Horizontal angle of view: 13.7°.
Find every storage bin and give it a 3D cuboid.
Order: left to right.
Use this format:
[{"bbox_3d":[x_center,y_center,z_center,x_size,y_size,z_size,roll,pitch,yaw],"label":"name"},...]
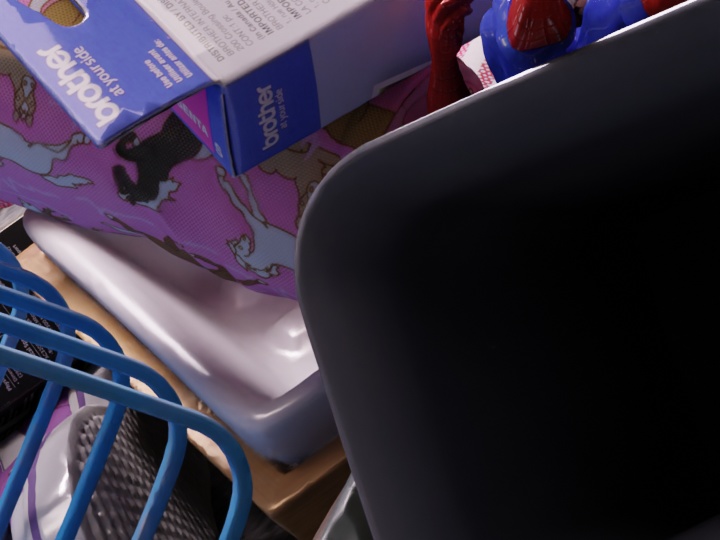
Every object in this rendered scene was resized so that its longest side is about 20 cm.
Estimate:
[{"bbox_3d":[0.113,0.013,0.681,0.200,0.146,0.134,-22,-8,32],"label":"storage bin"}]

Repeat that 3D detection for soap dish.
[{"bbox_3d":[0.000,0.000,0.907,0.157,0.081,0.200,-36,33,-11],"label":"soap dish"}]

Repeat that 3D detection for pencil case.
[{"bbox_3d":[-0.069,-0.044,0.811,0.200,0.087,0.083,17,32,17],"label":"pencil case"}]

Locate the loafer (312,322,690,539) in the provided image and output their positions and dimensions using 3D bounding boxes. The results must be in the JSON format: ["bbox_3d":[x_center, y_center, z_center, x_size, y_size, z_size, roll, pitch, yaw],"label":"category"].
[{"bbox_3d":[0.009,0.085,0.749,0.200,0.072,0.063,-48,5,-34],"label":"loafer"}]

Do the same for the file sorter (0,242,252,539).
[{"bbox_3d":[-0.132,0.054,0.772,0.200,0.139,0.123,33,102,62],"label":"file sorter"}]

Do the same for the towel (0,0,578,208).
[{"bbox_3d":[-0.021,-0.079,0.929,0.200,0.030,0.147,-4,41,33],"label":"towel"}]

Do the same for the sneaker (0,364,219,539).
[{"bbox_3d":[-0.104,0.095,0.932,0.114,0.073,0.200,-35,6,4],"label":"sneaker"}]

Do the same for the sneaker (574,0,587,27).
[{"bbox_3d":[0.100,-0.073,0.942,0.116,0.076,0.200,-44,1,-14],"label":"sneaker"}]

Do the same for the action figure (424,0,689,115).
[{"bbox_3d":[0.049,-0.052,0.713,0.065,0.052,0.200,-15,-18,-7],"label":"action figure"}]

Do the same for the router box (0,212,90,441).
[{"bbox_3d":[-0.111,0.017,1.074,0.157,0.052,0.200,-37,-2,-14],"label":"router box"}]

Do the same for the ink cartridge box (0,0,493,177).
[{"bbox_3d":[-0.011,-0.100,0.766,0.200,0.042,0.119,-30,54,-21],"label":"ink cartridge box"}]
